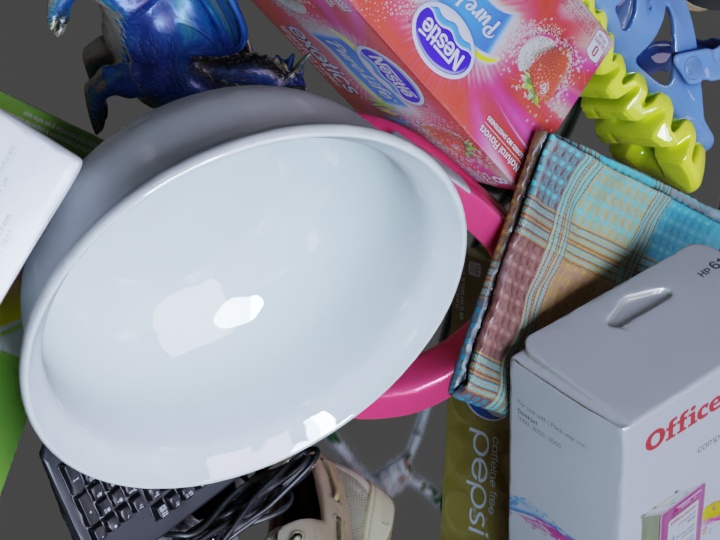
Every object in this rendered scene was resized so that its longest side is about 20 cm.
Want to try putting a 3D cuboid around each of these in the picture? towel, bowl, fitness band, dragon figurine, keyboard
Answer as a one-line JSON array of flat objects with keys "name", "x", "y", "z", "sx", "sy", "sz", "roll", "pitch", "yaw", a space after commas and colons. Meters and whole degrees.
[{"name": "towel", "x": 0.127, "y": 0.017, "z": 1.157, "sx": 0.200, "sy": 0.022, "sz": 0.147, "roll": 19, "pitch": 89, "yaw": -53}, {"name": "bowl", "x": -0.062, "y": -0.009, "z": 0.919, "sx": 0.200, "sy": 0.091, "sz": 0.202, "roll": -19, "pitch": 141, "yaw": -17}, {"name": "fitness band", "x": 0.000, "y": 0.000, "z": 1.102, "sx": 0.144, "sy": 0.037, "sz": 0.200, "roll": -44, "pitch": 131, "yaw": 13}, {"name": "dragon figurine", "x": -0.083, "y": -0.120, "z": 0.945, "sx": 0.099, "sy": 0.059, "sz": 0.201, "roll": -15, "pitch": 124, "yaw": 4}, {"name": "keyboard", "x": -0.053, "y": 0.073, "z": 1.005, "sx": 0.200, "sy": 0.040, "sz": 0.104, "roll": -36, "pitch": 118, "yaw": -36}]

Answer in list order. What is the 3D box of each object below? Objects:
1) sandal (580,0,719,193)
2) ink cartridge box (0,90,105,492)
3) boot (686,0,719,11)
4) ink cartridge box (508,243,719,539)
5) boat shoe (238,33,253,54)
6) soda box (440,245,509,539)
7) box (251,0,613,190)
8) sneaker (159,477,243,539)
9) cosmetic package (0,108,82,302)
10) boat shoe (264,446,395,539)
[{"name": "sandal", "x": 0.142, "y": -0.135, "z": 1.191, "sx": 0.087, "sy": 0.079, "sz": 0.200, "roll": -53, "pitch": 128, "yaw": -15}, {"name": "ink cartridge box", "x": -0.172, "y": 0.028, "z": 0.967, "sx": 0.148, "sy": 0.076, "sz": 0.201, "roll": 24, "pitch": 84, "yaw": -42}, {"name": "boot", "x": 0.183, "y": -0.203, "z": 1.172, "sx": 0.200, "sy": 0.138, "sz": 0.078, "roll": 28, "pitch": 83, "yaw": -41}, {"name": "ink cartridge box", "x": 0.155, "y": 0.107, "z": 1.148, "sx": 0.144, "sy": 0.085, "sz": 0.201, "roll": -29, "pitch": 133, "yaw": -30}, {"name": "boat shoe", "x": -0.101, "y": -0.163, "z": 0.989, "sx": 0.067, "sy": 0.057, "sz": 0.200, "roll": -42, "pitch": 126, "yaw": -24}, {"name": "soda box", "x": 0.092, "y": 0.087, "z": 1.220, "sx": 0.064, "sy": 0.068, "sz": 0.201, "roll": -10, "pitch": 109, "yaw": -40}, {"name": "box", "x": 0.024, "y": -0.139, "z": 1.078, "sx": 0.200, "sy": 0.095, "sz": 0.100, "roll": 45, "pitch": 73, "yaw": -39}, {"name": "sneaker", "x": -0.091, "y": 0.129, "z": 1.062, "sx": 0.075, "sy": 0.082, "sz": 0.201, "roll": -29, "pitch": 119, "yaw": -32}, {"name": "cosmetic package", "x": -0.213, "y": -0.064, "z": 0.835, "sx": 0.200, "sy": 0.101, "sz": 0.071, "roll": 32, "pitch": 83, "yaw": -12}, {"name": "boat shoe", "x": -0.027, "y": 0.157, "z": 1.074, "sx": 0.065, "sy": 0.200, "sz": 0.072, "roll": 40, "pitch": 115, "yaw": -15}]
